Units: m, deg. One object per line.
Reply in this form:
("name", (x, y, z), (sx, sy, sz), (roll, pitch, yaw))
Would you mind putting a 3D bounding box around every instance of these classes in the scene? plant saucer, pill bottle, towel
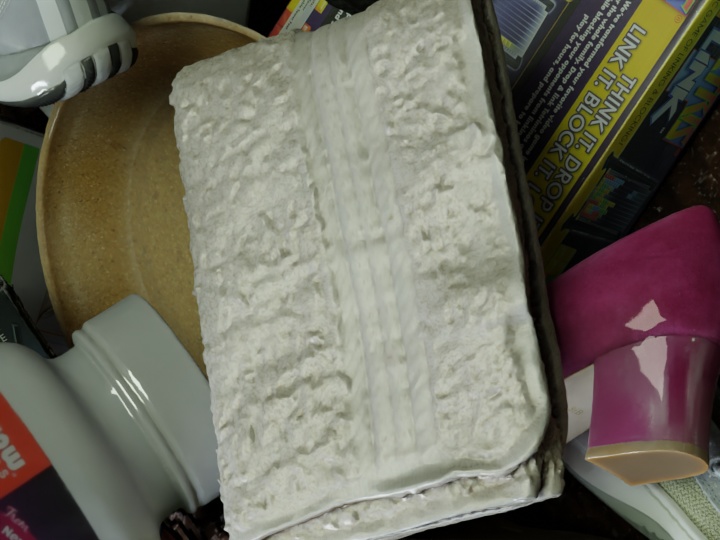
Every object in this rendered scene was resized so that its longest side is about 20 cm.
("plant saucer", (-0.047, -0.007, 1.193), (0.200, 0.035, 0.201), (15, 114, 37))
("pill bottle", (-0.144, 0.097, 1.115), (0.200, 0.112, 0.111), (-34, 59, -12))
("towel", (0.000, 0.000, 1.076), (0.132, 0.034, 0.201), (-17, 70, 21))

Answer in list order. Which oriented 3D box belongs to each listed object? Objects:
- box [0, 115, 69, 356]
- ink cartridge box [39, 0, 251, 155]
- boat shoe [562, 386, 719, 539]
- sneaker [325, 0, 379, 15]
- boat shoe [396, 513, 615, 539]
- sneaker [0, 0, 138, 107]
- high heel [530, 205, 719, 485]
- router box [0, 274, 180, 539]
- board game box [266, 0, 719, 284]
("box", (-0.195, 0.026, 1.296), (0.112, 0.101, 0.201), (21, 91, 35))
("ink cartridge box", (-0.111, -0.170, 1.233), (0.145, 0.084, 0.200), (47, 145, 33))
("boat shoe", (0.150, 0.087, 1.076), (0.202, 0.074, 0.065), (38, 100, 42))
("sneaker", (0.051, -0.181, 1.142), (0.200, 0.077, 0.089), (-45, 47, 11))
("boat shoe", (0.041, 0.127, 1.139), (0.200, 0.072, 0.065), (10, 106, 42))
("sneaker", (-0.169, -0.130, 1.194), (0.200, 0.075, 0.116), (5, 119, 47))
("high heel", (0.045, 0.031, 1.102), (0.200, 0.067, 0.096), (-10, 63, 38))
("router box", (-0.184, 0.118, 1.200), (0.200, 0.062, 0.150), (-35, 100, -7))
("board game box", (0.064, -0.101, 1.182), (0.165, 0.057, 0.200), (40, 102, 31))
